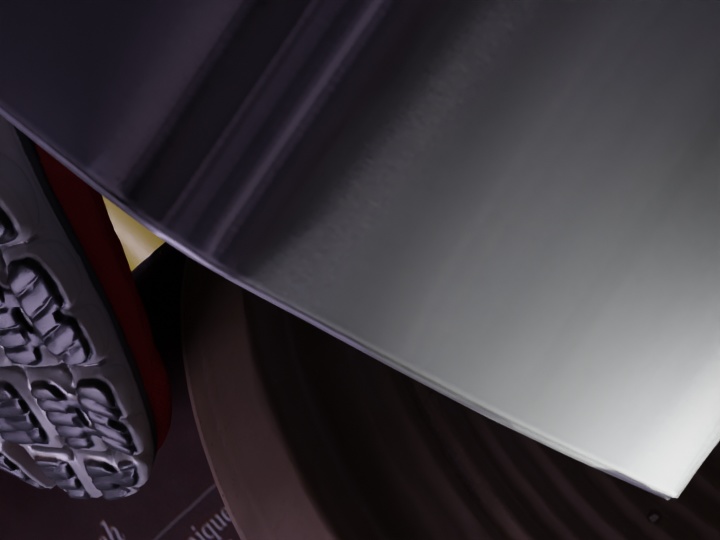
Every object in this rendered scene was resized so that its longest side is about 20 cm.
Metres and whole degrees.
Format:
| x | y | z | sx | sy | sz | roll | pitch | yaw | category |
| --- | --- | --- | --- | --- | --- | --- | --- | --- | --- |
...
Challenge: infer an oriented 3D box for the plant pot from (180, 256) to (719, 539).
| x | y | z | sx | sy | sz | roll | pitch | yaw | category |
| --- | --- | --- | --- | --- | --- | --- | --- | --- | --- |
| 0.069 | 0.022 | 0.644 | 0.201 | 0.093 | 0.201 | 27 | -140 | -25 | plant pot |

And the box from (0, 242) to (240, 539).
| x | y | z | sx | sy | sz | roll | pitch | yaw | category |
| --- | --- | --- | --- | --- | --- | --- | --- | --- | --- |
| 0.016 | 0.080 | 0.754 | 0.200 | 0.164 | 0.166 | 49 | -144 | 4 | box |

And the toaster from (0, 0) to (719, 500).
| x | y | z | sx | sy | sz | roll | pitch | yaw | category |
| --- | --- | --- | --- | --- | --- | --- | --- | --- | --- |
| 0.005 | -0.062 | 0.515 | 0.200 | 0.119 | 0.181 | 37 | -174 | 35 | toaster |

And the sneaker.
| x | y | z | sx | sy | sz | roll | pitch | yaw | category |
| --- | --- | --- | --- | --- | --- | --- | --- | --- | --- |
| -0.074 | -0.041 | 0.619 | 0.077 | 0.085 | 0.200 | 7 | 128 | 37 | sneaker |

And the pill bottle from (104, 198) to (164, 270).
| x | y | z | sx | sy | sz | roll | pitch | yaw | category |
| --- | --- | --- | --- | --- | --- | --- | --- | --- | --- |
| 0.000 | 0.000 | 0.900 | 0.200 | 0.114 | 0.114 | 44 | -175 | 6 | pill bottle |
